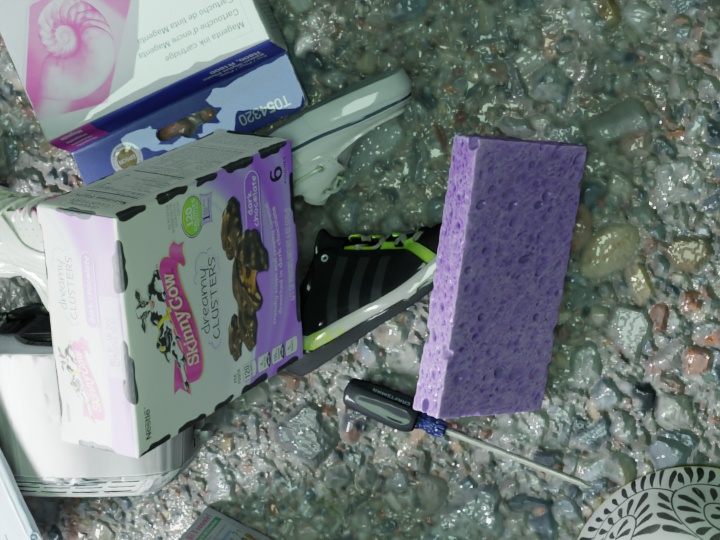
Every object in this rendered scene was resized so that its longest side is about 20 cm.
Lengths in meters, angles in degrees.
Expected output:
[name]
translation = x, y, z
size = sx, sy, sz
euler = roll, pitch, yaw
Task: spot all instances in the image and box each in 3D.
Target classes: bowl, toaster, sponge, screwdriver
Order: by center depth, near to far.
[sponge]
translation = 0.100, 0.004, 1.365
size = 0.030, 0.111, 0.202
euler = 21, 107, 47
[bowl]
translation = 0.242, 0.253, 1.382
size = 0.198, 0.094, 0.203
euler = 3, 102, 13
[screwdriver]
translation = 0.078, 0.126, 1.427
size = 0.198, 0.029, 0.028
euler = 22, 105, 13
[toaster]
translation = -0.207, 0.096, 1.447
size = 0.198, 0.114, 0.131
euler = -2, 102, 12

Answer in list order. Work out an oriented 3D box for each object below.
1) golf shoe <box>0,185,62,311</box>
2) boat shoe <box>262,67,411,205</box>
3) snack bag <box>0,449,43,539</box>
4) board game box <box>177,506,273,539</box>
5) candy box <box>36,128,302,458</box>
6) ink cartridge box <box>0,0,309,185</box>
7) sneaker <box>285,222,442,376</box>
[golf shoe]
translation = -0.233, -0.031, 1.375
size = 0.199, 0.075, 0.092
euler = 28, 136, 14
[boat shoe]
translation = -0.037, -0.081, 1.403
size = 0.199, 0.074, 0.067
euler = -24, 99, 29
[snack bag]
translation = -0.313, 0.161, 1.476
size = 0.199, 0.021, 0.190
euler = -21, 94, 52
[board game box]
translation = -0.061, 0.269, 1.427
size = 0.199, 0.148, 0.065
euler = 27, 107, 7
[candy box]
translation = -0.125, 0.011, 1.314
size = 0.071, 0.200, 0.170
euler = 9, 113, 31
[ink cartridge box]
translation = -0.164, -0.176, 1.425
size = 0.195, 0.043, 0.202
euler = -23, 93, 15
[sneaker]
translation = 0.000, 0.000, 1.403
size = 0.199, 0.072, 0.083
euler = -34, 90, 16
